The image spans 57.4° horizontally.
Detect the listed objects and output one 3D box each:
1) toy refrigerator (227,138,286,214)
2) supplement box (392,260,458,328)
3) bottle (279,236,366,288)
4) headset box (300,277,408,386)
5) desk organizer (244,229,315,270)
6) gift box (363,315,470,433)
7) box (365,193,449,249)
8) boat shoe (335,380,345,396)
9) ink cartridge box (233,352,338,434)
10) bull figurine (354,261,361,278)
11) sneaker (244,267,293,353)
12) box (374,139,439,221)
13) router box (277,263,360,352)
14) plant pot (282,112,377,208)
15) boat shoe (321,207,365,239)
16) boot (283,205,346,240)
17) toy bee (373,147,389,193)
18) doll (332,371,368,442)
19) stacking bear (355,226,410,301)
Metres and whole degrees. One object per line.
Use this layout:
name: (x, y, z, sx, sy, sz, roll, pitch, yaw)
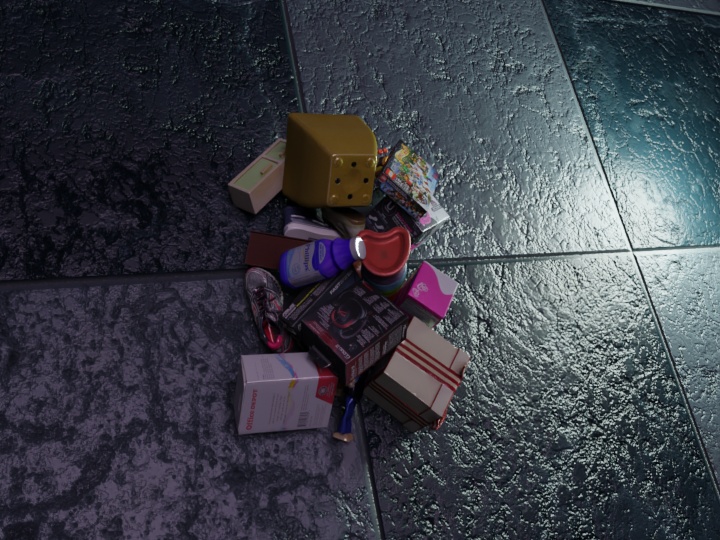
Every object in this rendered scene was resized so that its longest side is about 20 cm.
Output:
toy refrigerator: (-0.224, -0.233, 1.588, 0.074, 0.071, 0.201, 22, 53, 29)
supplement box: (0.132, 0.082, 1.526, 0.102, 0.200, 0.103, 32, 58, -4)
bottle: (-0.081, -0.022, 1.392, 0.065, 0.195, 0.086, 31, 50, -51)
headset box: (-0.020, 0.127, 1.354, 0.198, 0.076, 0.148, -34, 55, -29)
desk organizer: (-0.161, -0.031, 1.505, 0.193, 0.072, 0.080, 10, 80, 7)
gift box: (0.131, 0.241, 1.460, 0.185, 0.200, 0.187, 36, 63, -4)
box: (0.117, -0.128, 1.622, 0.133, 0.115, 0.199, 50, 31, 6)
boat shoe: (-0.025, 0.185, 1.495, 0.070, 0.065, 0.205, 24, 60, -9)
ink cartridge box: (-0.156, 0.251, 1.358, 0.193, 0.151, 0.086, 2, 34, -20)
bull figurine: (0.000, 0.000, 1.576, 0.196, 0.124, 0.065, 24, 16, -19)
sneaker: (-0.203, 0.084, 1.449, 0.079, 0.075, 0.204, -28, 75, 6)
box: (0.115, -0.218, 1.566, 0.136, 0.038, 0.202, 40, 34, -10)
router box: (-0.069, 0.092, 1.450, 0.200, 0.061, 0.152, -47, 131, -19)
plant pot: (-0.056, -0.240, 1.524, 0.188, 0.202, 0.200, -4, 26, -26)
boat shoe: (-0.048, -0.126, 1.590, 0.071, 0.065, 0.200, -7, 26, -30)
boot: (-0.096, -0.099, 1.598, 0.195, 0.073, 0.092, 18, 41, -26)
toy bee: (0.081, -0.256, 1.687, 0.127, 0.199, 0.113, -4, 92, 19)
doll: (-0.012, 0.263, 1.432, 0.047, 0.137, 0.206, 14, 82, 10)
stacking bear: (0.051, 0.007, 1.469, 0.117, 0.202, 0.117, -5, 63, -1)
